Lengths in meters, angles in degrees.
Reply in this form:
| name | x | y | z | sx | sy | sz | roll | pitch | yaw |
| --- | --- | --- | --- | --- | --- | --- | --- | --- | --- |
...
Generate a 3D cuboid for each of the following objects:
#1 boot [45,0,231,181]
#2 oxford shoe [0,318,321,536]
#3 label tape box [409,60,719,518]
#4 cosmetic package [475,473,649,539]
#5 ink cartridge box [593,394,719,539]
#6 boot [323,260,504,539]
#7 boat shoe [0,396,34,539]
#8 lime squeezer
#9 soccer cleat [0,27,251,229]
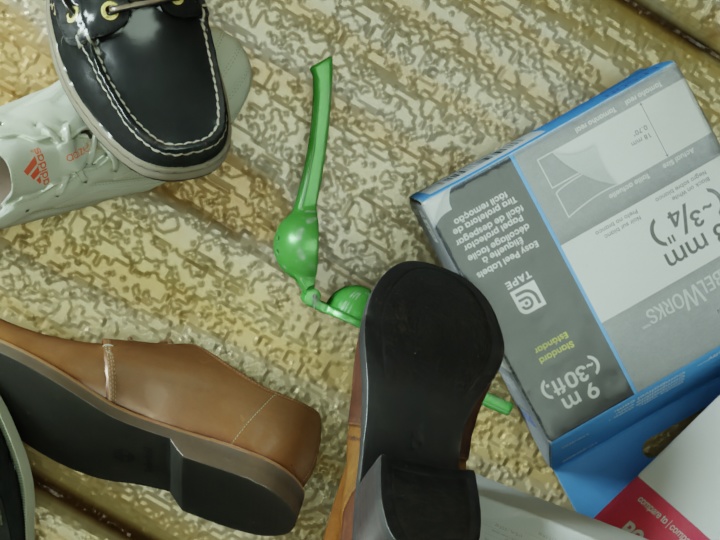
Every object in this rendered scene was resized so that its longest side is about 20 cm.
| name | x | y | z | sx | sy | sz | roll | pitch | yaw |
| --- | --- | --- | --- | --- | --- | --- | --- | --- | --- |
| boot | -0.099 | -0.153 | 0.698 | 0.073 | 0.151 | 0.201 | -11 | 69 | -19 |
| oxford shoe | -0.114 | 0.060 | 0.789 | 0.199 | 0.071 | 0.071 | 23 | 54 | 0 |
| label tape box | 0.135 | 0.018 | 0.804 | 0.144 | 0.063 | 0.201 | -29 | 96 | -3 |
| cosmetic package | 0.074 | 0.148 | 0.743 | 0.051 | 0.200 | 0.083 | 13 | 92 | -41 |
| ink cartridge box | 0.228 | 0.120 | 0.788 | 0.200 | 0.084 | 0.145 | -43 | 121 | -2 |
| boot | 0.004 | 0.118 | 0.750 | 0.068 | 0.189 | 0.200 | 11 | 135 | -15 |
| boat shoe | -0.196 | 0.126 | 0.760 | 0.072 | 0.068 | 0.201 | -5 | 100 | 20 |
| lime squeezer | 0.000 | 0.000 | 0.806 | 0.070 | 0.038 | 0.201 | -31 | 96 | -22 |
| soccer cleat | -0.142 | -0.057 | 0.763 | 0.199 | 0.078 | 0.070 | -25 | 96 | -4 |
